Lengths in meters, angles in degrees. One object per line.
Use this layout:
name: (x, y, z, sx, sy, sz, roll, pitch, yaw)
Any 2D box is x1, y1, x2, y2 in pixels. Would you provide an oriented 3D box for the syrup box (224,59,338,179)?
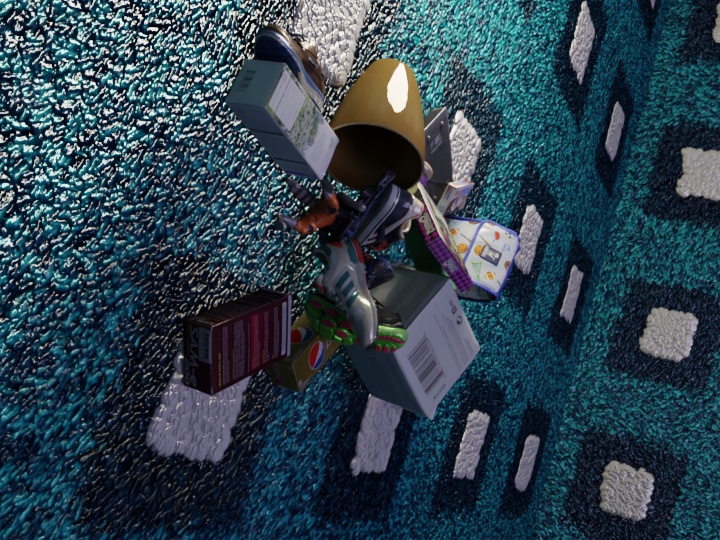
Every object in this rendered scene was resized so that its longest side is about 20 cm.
syrup box: (-0.115, -0.228, 1.244, 0.080, 0.081, 0.200, -67, 150, -17)

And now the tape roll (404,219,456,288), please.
tape roll: (0.142, -0.047, 1.697, 0.200, 0.048, 0.203, -21, 91, -75)

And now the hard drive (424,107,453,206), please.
hard drive: (0.154, -0.238, 1.755, 0.135, 0.042, 0.202, -49, 141, -40)

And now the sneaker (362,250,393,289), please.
sneaker: (0.000, 0.000, 1.476, 0.075, 0.200, 0.079, -24, 88, -19)

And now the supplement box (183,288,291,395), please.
supplement box: (-0.188, 0.106, 1.265, 0.199, 0.060, 0.111, -22, 119, -57)

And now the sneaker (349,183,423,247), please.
sneaker: (0.041, -0.082, 1.468, 0.079, 0.200, 0.079, 23, 62, -18)

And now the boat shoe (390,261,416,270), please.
boat shoe: (0.076, 0.084, 1.727, 0.068, 0.056, 0.203, -3, 103, -59)

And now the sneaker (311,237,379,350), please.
sneaker: (-0.031, 0.042, 1.347, 0.071, 0.092, 0.202, 114, -33, -62)

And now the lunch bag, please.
lunch bag: (0.250, -0.027, 1.847, 0.171, 0.198, 0.124, -62, 148, -23)

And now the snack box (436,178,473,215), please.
snack box: (0.215, -0.168, 1.848, 0.073, 0.024, 0.200, -64, 167, 17)

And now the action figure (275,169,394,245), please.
action figure: (-0.042, -0.120, 1.392, 0.200, 0.105, 0.193, -49, 159, 11)

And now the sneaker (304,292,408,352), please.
sneaker: (-0.010, 0.083, 1.424, 0.077, 0.198, 0.084, -52, -153, 35)

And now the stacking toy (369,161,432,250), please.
stacking toy: (0.067, -0.132, 1.621, 0.202, 0.085, 0.085, -63, 148, -11)

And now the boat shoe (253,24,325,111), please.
boat shoe: (-0.105, -0.324, 1.247, 0.200, 0.071, 0.073, 53, 50, -66)

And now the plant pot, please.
plant pot: (0.036, -0.269, 1.427, 0.187, 0.184, 0.202, 59, 36, -51)

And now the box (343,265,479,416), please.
box: (0.095, 0.135, 1.602, 0.200, 0.170, 0.200, -46, 126, -28)

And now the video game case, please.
video game case: (0.144, -0.077, 1.551, 0.200, 0.035, 0.183, 48, 19, -52)

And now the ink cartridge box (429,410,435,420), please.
ink cartridge box: (0.127, 0.261, 1.878, 0.200, 0.067, 0.118, 49, 59, -54)

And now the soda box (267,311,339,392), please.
soda box: (-0.085, 0.123, 1.451, 0.200, 0.063, 0.068, -48, 140, -42)
